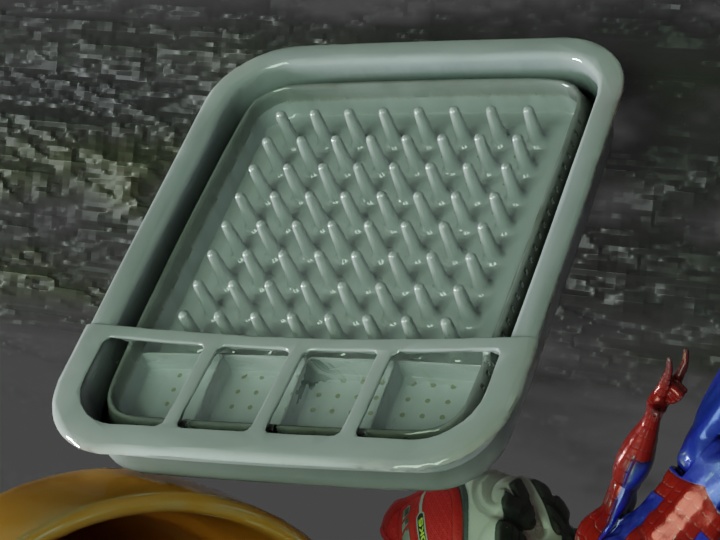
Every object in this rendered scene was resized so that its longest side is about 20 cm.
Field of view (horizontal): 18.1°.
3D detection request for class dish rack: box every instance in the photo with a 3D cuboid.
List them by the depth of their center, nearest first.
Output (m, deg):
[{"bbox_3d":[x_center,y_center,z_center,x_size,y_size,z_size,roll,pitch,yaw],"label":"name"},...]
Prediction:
[{"bbox_3d":[0.000,0.000,0.792,0.171,0.044,0.201,0,48,27],"label":"dish rack"}]

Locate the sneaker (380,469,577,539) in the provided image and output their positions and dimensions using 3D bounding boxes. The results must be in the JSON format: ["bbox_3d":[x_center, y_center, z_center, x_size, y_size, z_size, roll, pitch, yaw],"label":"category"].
[{"bbox_3d":[0.043,0.174,0.817,0.085,0.077,0.201,-8,79,40],"label":"sneaker"}]

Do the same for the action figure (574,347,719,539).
[{"bbox_3d":[0.126,0.062,0.762,0.065,0.052,0.200,39,103,18],"label":"action figure"}]

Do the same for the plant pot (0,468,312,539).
[{"bbox_3d":[-0.116,0.161,0.824,0.183,0.199,0.202,15,98,59],"label":"plant pot"}]
